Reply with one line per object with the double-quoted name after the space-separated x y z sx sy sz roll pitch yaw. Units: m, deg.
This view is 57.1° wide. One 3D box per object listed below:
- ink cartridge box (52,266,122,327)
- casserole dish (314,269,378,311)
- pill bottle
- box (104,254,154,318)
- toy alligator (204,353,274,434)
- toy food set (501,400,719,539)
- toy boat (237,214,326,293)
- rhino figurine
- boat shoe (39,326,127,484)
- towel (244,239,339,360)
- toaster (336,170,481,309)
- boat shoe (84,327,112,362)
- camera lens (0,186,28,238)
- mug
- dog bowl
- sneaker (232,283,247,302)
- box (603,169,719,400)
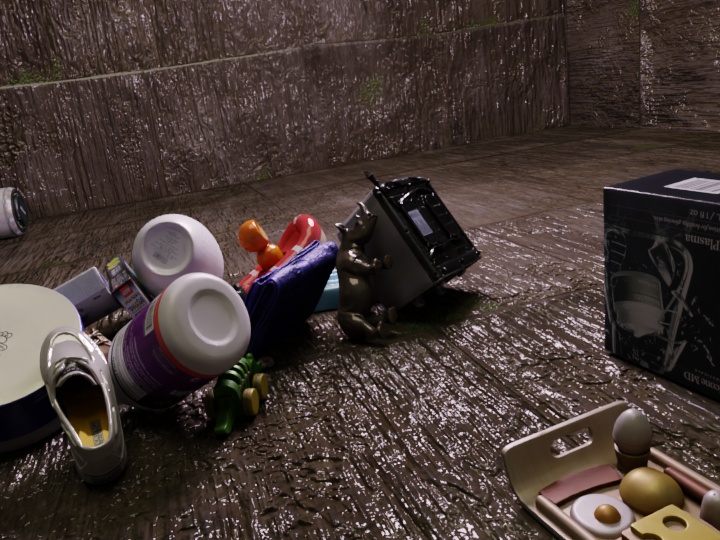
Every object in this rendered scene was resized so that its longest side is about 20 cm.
-0.467 0.077 0.997 0.197 0.041 0.200 -31 -3 -16 "ink cartridge box"
-0.043 0.029 1.135 0.193 0.040 0.121 -9 15 -1 "casserole dish"
-0.220 0.092 0.771 0.198 0.115 0.111 -33 -4 40 "pill bottle"
-0.372 0.045 1.096 0.034 0.112 0.199 -36 24 -13 "box"
-0.144 0.128 0.808 0.057 0.056 0.201 -4 16 9 "toy alligator"
0.220 0.165 0.497 0.139 0.062 0.199 -14 16 -21 "toy food set"
-0.151 -0.026 1.092 0.200 0.132 0.129 -46 19 -26 "toy boat"
0.000 0.000 0.953 0.085 0.207 0.059 -11 -13 34 "rhino figurine"
-0.299 0.124 0.702 0.069 0.071 0.202 -15 49 -24 "boat shoe"
-0.109 0.039 0.944 0.049 0.150 0.199 33 27 11 "towel"
0.075 -0.051 1.045 0.118 0.202 0.179 -41 -11 32 "toaster"
-0.377 0.121 0.912 0.194 0.074 0.075 1 18 27 "boat shoe"
-1.228 -0.185 2.207 0.193 0.165 0.160 -10 16 -10 "camera lens"
-0.293 -0.001 1.118 0.148 0.200 0.175 -46 -2 -11 "mug"
-0.431 0.113 0.800 0.193 0.080 0.203 5 42 -5 "dog bowl"
-0.250 0.068 0.990 0.193 0.090 0.074 -10 24 -9 "sneaker"
0.373 0.008 0.710 0.121 0.203 0.199 -14 17 -21 "box"
